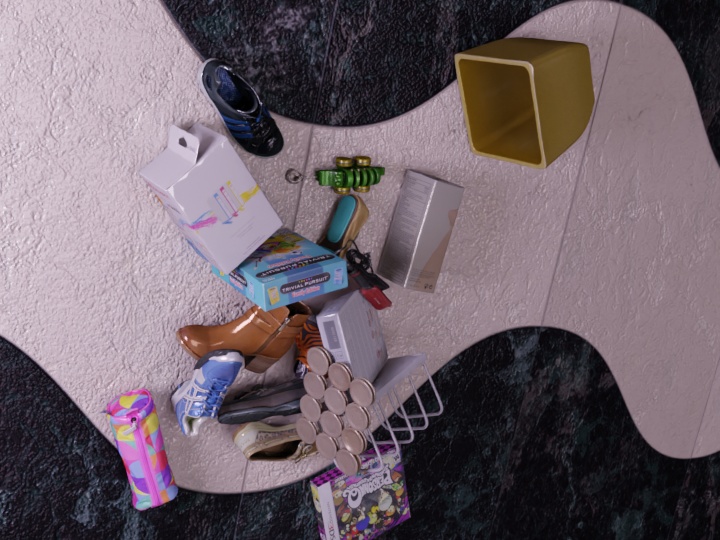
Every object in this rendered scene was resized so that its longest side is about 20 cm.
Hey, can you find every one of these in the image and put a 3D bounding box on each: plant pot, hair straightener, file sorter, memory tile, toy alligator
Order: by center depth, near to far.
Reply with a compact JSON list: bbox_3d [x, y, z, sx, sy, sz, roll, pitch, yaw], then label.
[{"bbox_3d":[-0.043,0.240,1.691,0.017,0.152,0.203,-24,135,-45],"label":"memory tile"},{"bbox_3d":[-0.031,-0.160,1.706,0.197,0.054,0.061,-7,110,-32],"label":"toy alligator"},{"bbox_3d":[0.000,0.000,1.748,0.040,0.078,0.200,-19,150,21],"label":"hair straightener"},{"bbox_3d":[0.036,0.256,1.790,0.199,0.137,0.126,-34,104,-42],"label":"file sorter"},{"bbox_3d":[0.318,-0.328,1.808,0.198,0.193,0.199,-31,122,-28],"label":"plant pot"}]

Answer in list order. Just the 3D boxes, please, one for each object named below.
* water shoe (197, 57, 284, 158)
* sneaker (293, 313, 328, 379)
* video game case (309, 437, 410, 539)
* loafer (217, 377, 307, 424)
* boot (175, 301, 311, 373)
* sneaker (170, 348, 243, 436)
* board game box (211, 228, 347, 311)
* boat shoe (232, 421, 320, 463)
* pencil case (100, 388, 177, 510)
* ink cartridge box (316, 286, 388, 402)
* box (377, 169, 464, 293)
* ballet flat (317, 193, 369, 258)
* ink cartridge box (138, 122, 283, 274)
[{"bbox_3d":[-0.181,-0.244,1.559,0.072,0.079,0.200,-50,126,-9],"label":"water shoe"},{"bbox_3d":[-0.097,0.133,1.748,0.199,0.077,0.113,31,87,-37],"label":"sneaker"},{"bbox_3d":[0.003,0.450,1.953,0.197,0.036,0.185,-22,118,-27],"label":"video game case"},{"bbox_3d":[-0.168,0.227,1.753,0.197,0.072,0.064,-3,67,-34],"label":"loafer"},{"bbox_3d":[-0.188,0.093,1.629,0.198,0.077,0.156,23,123,-32],"label":"boot"},{"bbox_3d":[-0.242,0.196,1.611,0.075,0.078,0.200,7,140,-33],"label":"sneaker"},{"bbox_3d":[-0.134,-0.006,1.598,0.149,0.199,0.048,-16,115,-29],"label":"board game box"},{"bbox_3d":[-0.139,0.317,1.777,0.197,0.063,0.074,9,122,-41],"label":"boat shoe"},{"bbox_3d":[-0.357,0.294,1.625,0.087,0.088,0.204,-24,119,-25],"label":"pencil case"},{"bbox_3d":[-0.011,0.119,1.762,0.200,0.046,0.163,-48,126,-67],"label":"ink cartridge box"},{"bbox_3d":[0.109,-0.071,1.809,0.077,0.095,0.204,10,101,-37],"label":"box"},{"bbox_3d":[-0.042,-0.035,1.738,0.063,0.068,0.202,32,88,-51],"label":"ballet flat"},{"bbox_3d":[-0.237,-0.122,1.533,0.125,0.128,0.201,-42,124,-14],"label":"ink cartridge box"}]
